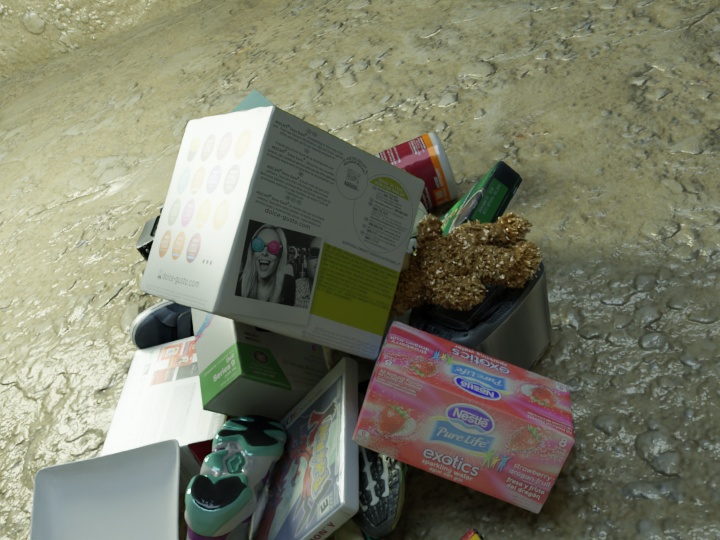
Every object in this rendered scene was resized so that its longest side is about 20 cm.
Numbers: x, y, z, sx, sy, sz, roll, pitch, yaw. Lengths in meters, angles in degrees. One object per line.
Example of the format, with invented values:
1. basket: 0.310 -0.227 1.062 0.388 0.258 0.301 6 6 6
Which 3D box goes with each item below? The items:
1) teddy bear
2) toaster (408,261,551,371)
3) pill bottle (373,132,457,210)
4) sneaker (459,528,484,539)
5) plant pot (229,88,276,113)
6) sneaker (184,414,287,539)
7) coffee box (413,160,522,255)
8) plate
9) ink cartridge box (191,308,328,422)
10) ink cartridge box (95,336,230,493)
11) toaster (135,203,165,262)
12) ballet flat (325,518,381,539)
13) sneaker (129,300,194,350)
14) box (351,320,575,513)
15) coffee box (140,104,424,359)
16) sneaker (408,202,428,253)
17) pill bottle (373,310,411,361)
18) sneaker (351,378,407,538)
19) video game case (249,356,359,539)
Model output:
1. teddy bear: 0.101 -0.012 0.857 0.197 0.067 0.146 -3 52 17
2. toaster: 0.142 0.072 0.910 0.113 0.130 0.200 18 52 43
3. pill bottle: 0.046 -0.133 1.238 0.198 0.114 0.114 -21 36 4
4. sneaker: 0.110 0.322 0.670 0.081 0.078 0.200 -29 27 -1
5. plant pot: -0.181 -0.153 1.335 0.199 0.197 0.196 -37 37 -5
6. sneaker: -0.143 0.257 0.854 0.077 0.142 0.200 16 21 12
7. coffee box: 0.128 -0.049 1.047 0.123 0.044 0.200 -55 5 -34
8. plate: -0.286 0.310 0.883 0.197 0.032 0.202 -14 62 12
9. ink cartridge box: -0.130 0.082 0.980 0.087 0.144 0.202 -42 46 28
10. ink cartridge box: -0.225 0.183 1.013 0.173 0.084 0.201 -15 37 14
11. toaster: -0.216 -0.030 1.204 0.179 0.201 0.119 -26 32 10
12. ballet flat: -0.021 0.258 0.827 0.069 0.070 0.201 -23 36 0
13. sneaker: -0.224 0.080 1.111 0.198 0.079 0.079 -14 30 -26
14. box: 0.102 0.143 0.777 0.198 0.096 0.103 21 25 4
15. coffee box: -0.084 -0.038 0.820 0.199 0.198 0.201 9 81 54
16. sneaker: 0.014 -0.050 1.180 0.198 0.082 0.075 -25 37 1
17. pill bottle: -0.009 0.039 1.051 0.112 0.113 0.200 -33 36 -13
18. sneaker: 0.029 0.206 0.834 0.077 0.089 0.201 -35 29 18
19. video game case: -0.063 0.219 0.850 0.182 0.023 0.201 -47 26 29
